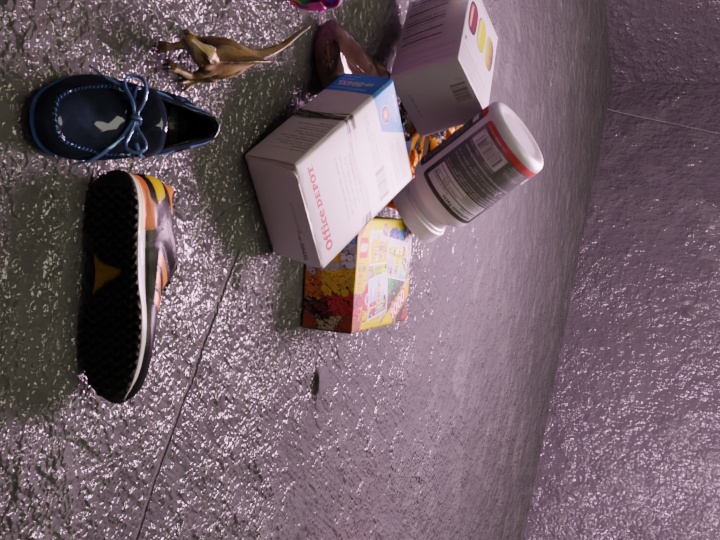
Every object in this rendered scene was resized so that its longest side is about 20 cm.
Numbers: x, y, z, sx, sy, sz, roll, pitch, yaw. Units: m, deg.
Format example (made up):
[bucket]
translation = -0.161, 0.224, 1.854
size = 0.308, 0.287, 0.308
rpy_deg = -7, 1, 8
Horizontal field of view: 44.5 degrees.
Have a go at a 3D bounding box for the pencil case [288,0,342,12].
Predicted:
[pencil case]
translation = -0.029, -0.397, 1.062
size = 0.089, 0.087, 0.201
rpy_deg = 68, 37, -46

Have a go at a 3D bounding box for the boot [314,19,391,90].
[boot]
translation = -0.005, -0.214, 1.174
size = 0.200, 0.063, 0.189
rpy_deg = 18, 66, -69

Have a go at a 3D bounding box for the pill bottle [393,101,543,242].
[pill bottle]
translation = 0.148, -0.135, 1.243
size = 0.116, 0.199, 0.117
rpy_deg = 39, 29, -28

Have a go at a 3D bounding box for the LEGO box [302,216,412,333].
[LEGO box]
translation = 0.000, 0.000, 1.218
size = 0.200, 0.076, 0.151
rpy_deg = -7, 102, -66

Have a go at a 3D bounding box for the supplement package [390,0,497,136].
[supplement package]
translation = 0.127, -0.316, 1.302
size = 0.114, 0.108, 0.202
rpy_deg = 54, 36, -38

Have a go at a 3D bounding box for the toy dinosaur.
[toy dinosaur]
translation = -0.127, -0.203, 0.849
size = 0.200, 0.100, 0.059
rpy_deg = -34, 126, -60

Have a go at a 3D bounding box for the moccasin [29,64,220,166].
[moccasin]
translation = -0.192, -0.135, 0.755
size = 0.200, 0.067, 0.082
rpy_deg = -28, 120, -62

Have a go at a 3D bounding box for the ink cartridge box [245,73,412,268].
[ink cartridge box]
translation = -0.033, -0.123, 1.058
size = 0.200, 0.084, 0.147
rpy_deg = -45, 137, -35

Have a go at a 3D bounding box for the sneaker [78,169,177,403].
[sneaker]
translation = -0.193, 0.015, 0.784
size = 0.090, 0.069, 0.203
rpy_deg = -3, 96, -63

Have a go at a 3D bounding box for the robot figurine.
[robot figurine]
translation = 0.105, -0.180, 1.378
size = 0.144, 0.058, 0.202
rpy_deg = 20, 77, -32

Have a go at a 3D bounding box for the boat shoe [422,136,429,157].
[boat shoe]
translation = 0.137, -0.262, 1.486
size = 0.074, 0.068, 0.202
rpy_deg = 54, 47, -57
